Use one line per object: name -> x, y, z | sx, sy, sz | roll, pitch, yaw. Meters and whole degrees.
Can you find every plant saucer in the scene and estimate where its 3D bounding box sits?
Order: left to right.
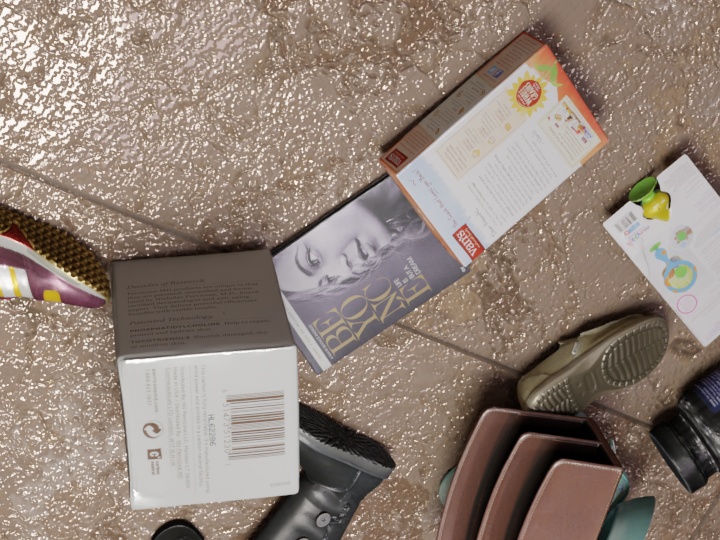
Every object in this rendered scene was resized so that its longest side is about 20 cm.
plant saucer -> 0.265, 0.332, 1.766 | 0.036, 0.200, 0.202 | 26, 107, 6

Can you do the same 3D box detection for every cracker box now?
cracker box -> 0.135, -0.121, 1.616 | 0.200, 0.058, 0.134 | -41, 120, -3

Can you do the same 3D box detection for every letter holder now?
letter holder -> 0.171, 0.259, 1.704 | 0.140, 0.101, 0.202 | 9, 114, -17

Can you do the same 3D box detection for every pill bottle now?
pill bottle -> 0.432, 0.162, 1.823 | 0.199, 0.112, 0.112 | -35, 120, 1

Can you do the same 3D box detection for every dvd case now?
dvd case -> 0.000, 0.000, 1.662 | 0.199, 0.016, 0.149 | -33, 120, 0

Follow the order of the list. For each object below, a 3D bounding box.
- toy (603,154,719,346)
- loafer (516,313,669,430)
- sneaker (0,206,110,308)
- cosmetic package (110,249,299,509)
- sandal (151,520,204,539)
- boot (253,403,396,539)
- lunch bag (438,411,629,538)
toy -> 0.358, -0.026, 1.747 | 0.115, 0.047, 0.200 | -40, 116, 8
loafer -> 0.251, 0.100, 1.763 | 0.198, 0.068, 0.076 | -27, 123, -19
sneaker -> -0.337, -0.001, 1.529 | 0.199, 0.075, 0.090 | 28, 112, -20
cosmetic package -> -0.152, 0.101, 1.549 | 0.164, 0.200, 0.169 | -5, 117, -9
sandal -> -0.163, 0.358, 1.765 | 0.075, 0.045, 0.201 | -35, 120, 1
boot -> -0.079, 0.254, 1.737 | 0.164, 0.066, 0.201 | 30, 107, -26
lunch bag -> 0.203, 0.249, 1.811 | 0.199, 0.077, 0.161 | -37, 120, 2
